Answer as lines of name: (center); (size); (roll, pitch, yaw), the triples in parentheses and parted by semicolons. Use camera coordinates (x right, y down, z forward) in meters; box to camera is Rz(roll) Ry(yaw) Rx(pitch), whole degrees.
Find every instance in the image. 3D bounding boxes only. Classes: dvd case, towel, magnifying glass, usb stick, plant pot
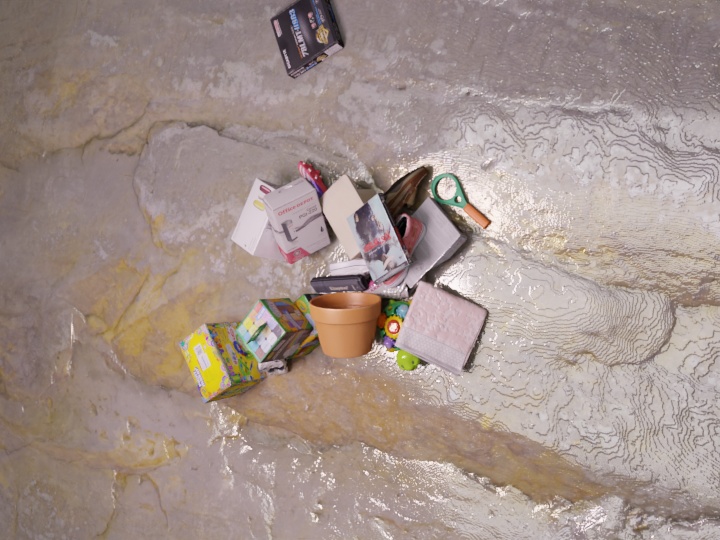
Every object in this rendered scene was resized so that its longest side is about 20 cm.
dvd case: (0.048, -0.081, 1.602); (0.145, 0.022, 0.203); (-31, 79, 45)
towel: (0.211, 0.152, 1.606); (0.197, 0.032, 0.194); (24, 83, 1)
magnifying glass: (0.271, -0.187, 1.654); (0.200, 0.022, 0.080); (46, 107, 22)
usb stick: (-0.063, 0.039, 1.751); (0.197, 0.033, 0.056); (-4, 127, 40)
plant pot: (-0.038, 0.148, 1.643); (0.196, 0.199, 0.144); (2, 100, 25)

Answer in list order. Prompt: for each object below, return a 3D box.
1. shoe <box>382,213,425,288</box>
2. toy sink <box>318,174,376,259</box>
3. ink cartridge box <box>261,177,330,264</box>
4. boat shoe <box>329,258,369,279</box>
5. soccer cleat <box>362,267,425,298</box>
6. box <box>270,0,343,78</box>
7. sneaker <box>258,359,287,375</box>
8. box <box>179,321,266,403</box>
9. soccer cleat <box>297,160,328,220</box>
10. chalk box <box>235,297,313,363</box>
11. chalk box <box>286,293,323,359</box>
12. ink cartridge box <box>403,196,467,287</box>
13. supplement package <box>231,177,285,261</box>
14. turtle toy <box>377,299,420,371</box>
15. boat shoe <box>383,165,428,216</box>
shoe: (0.097, -0.053, 1.626); (0.071, 0.090, 0.203); (33, 98, 38)
toy sink: (-0.006, -0.154, 1.725); (0.130, 0.111, 0.202); (-39, 75, 31)
ink cartridge box: (-0.181, -0.142, 1.742); (0.144, 0.203, 0.085); (-28, 41, -15)
boat shoe: (0.000, 0.000, 1.755); (0.197, 0.073, 0.067); (-7, 93, 37)
soccer cleat: (0.093, 0.048, 1.694); (0.198, 0.070, 0.088); (-29, 56, 20)
box: (-0.166, -0.729, 1.869); (0.195, 0.049, 0.204); (-22, 78, 23)
sneaker: (-0.264, 0.229, 1.812); (0.078, 0.200, 0.132); (-14, 70, 5)
box: (-0.420, 0.277, 1.874); (0.121, 0.192, 0.203); (-34, 74, 20)
soccer cleat: (-0.136, -0.244, 1.829); (0.077, 0.066, 0.201); (-46, 73, 22)
chalk box: (-0.245, 0.162, 1.654); (0.125, 0.199, 0.124); (-48, 70, 16)
chalk box: (-0.145, 0.150, 1.784); (0.199, 0.124, 0.125); (-38, 73, 21)
ink cartridge box: (0.173, -0.074, 1.661); (0.201, 0.057, 0.164); (-50, 53, 21)
supplement package: (-0.268, -0.150, 1.828); (0.110, 0.155, 0.203); (31, 101, 33)
turtle toy: (0.115, 0.175, 1.669); (0.144, 0.101, 0.204); (-25, 78, 23)
boat shoe: (0.114, -0.206, 1.675); (0.199, 0.075, 0.074); (-42, 103, -14)
